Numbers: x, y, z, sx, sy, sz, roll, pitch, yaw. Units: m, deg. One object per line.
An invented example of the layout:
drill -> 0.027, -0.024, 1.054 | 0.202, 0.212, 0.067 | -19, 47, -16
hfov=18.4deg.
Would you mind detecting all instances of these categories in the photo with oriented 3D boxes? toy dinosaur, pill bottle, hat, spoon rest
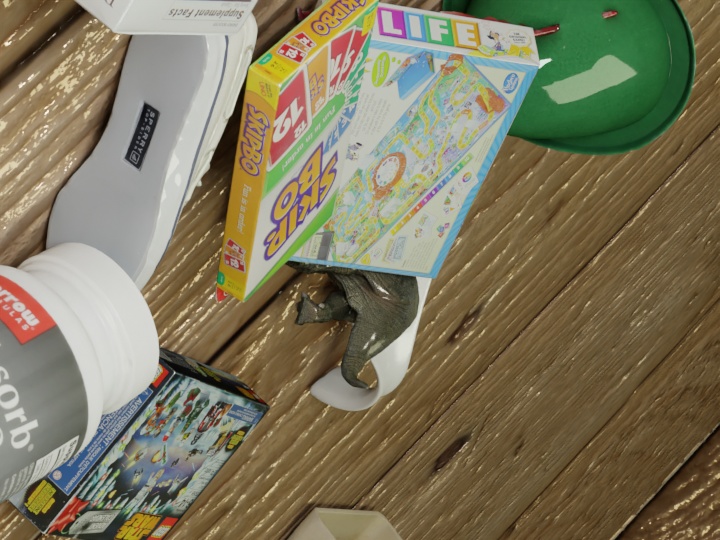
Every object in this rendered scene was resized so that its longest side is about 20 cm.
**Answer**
toy dinosaur -> 0.000, 0.000, 1.474 | 0.102, 0.200, 0.077 | 5, 120, -21
pill bottle -> -0.207, 0.066, 1.156 | 0.200, 0.116, 0.116 | -33, 155, -42
hat -> 0.087, -0.108, 1.379 | 0.176, 0.200, 0.166 | -51, 150, -48
spoon rest -> 0.015, 0.039, 1.689 | 0.099, 0.061, 0.200 | -35, 157, -38

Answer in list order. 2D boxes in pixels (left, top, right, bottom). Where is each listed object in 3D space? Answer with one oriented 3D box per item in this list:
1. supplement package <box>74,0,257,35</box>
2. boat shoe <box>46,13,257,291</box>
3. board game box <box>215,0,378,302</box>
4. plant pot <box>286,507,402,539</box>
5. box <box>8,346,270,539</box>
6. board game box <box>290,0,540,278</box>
supplement package -> -0.068, -0.212, 0.952 | 0.200, 0.114, 0.109 | -58, 161, 19
boat shoe -> -0.110, -0.061, 1.218 | 0.070, 0.071, 0.200 | -16, 135, -54
board game box -> -0.039, -0.065, 1.280 | 0.096, 0.030, 0.200 | -45, 162, -37
plant pot -> -0.018, 0.350, 2.022 | 0.177, 0.200, 0.200 | -40, 163, 10
box -> -0.146, 0.123, 1.514 | 0.137, 0.040, 0.200 | -50, 161, 3
board game box -> 0.013, -0.078, 1.366 | 0.134, 0.034, 0.200 | 7, 138, -16
